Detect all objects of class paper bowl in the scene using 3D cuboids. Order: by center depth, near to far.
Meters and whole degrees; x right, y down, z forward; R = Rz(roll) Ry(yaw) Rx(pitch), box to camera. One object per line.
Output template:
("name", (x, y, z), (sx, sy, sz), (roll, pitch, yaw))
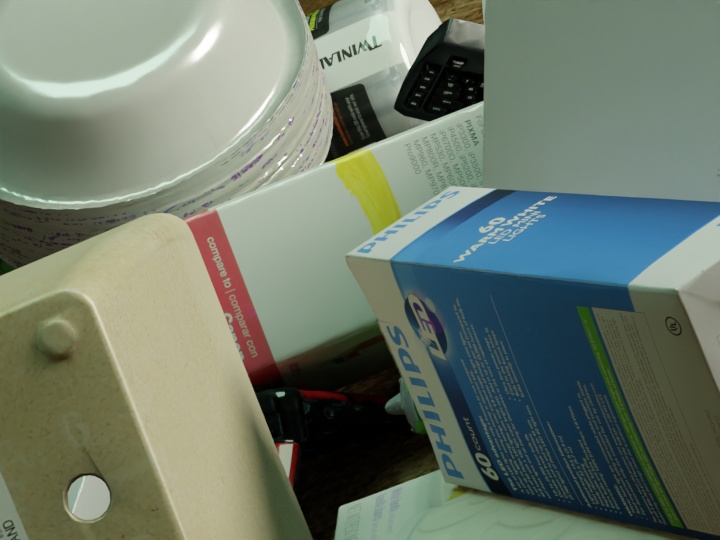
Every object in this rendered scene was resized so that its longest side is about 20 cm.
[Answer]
("paper bowl", (-0.120, -0.094, 1.349), (0.199, 0.105, 0.201), (-9, 45, 9))

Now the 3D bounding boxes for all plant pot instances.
("plant pot", (-0.125, 0.097, 0.936), (0.199, 0.201, 0.177), (-22, -4, -2))

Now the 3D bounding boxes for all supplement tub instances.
("supplement tub", (-0.040, -0.072, 1.472), (0.199, 0.123, 0.123), (-22, 17, 17))

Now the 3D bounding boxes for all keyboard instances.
("keyboard", (0.121, -0.074, 1.265), (0.199, 0.104, 0.040), (10, 56, -11))

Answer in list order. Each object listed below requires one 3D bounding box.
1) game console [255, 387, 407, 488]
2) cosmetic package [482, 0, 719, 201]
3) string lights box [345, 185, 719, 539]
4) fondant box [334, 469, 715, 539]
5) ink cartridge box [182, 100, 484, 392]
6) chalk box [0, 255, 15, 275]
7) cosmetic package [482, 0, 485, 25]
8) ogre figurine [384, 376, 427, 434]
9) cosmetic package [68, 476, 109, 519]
("game console", (-0.090, 0.131, 1.198), (0.199, 0.120, 0.172), (-15, -11, 27))
("cosmetic package", (0.181, -0.079, 1.096), (0.199, 0.124, 0.199), (4, 9, 29))
("string lights box", (0.085, 0.030, 0.918), (0.059, 0.103, 0.200), (-33, 20, -25))
("fondant box", (0.087, 0.106, 0.966), (0.199, 0.059, 0.144), (-20, 18, 10))
("ink cartridge box", (0.000, 0.000, 1.241), (0.199, 0.084, 0.145), (-22, -11, -2))
("chalk box", (-0.192, 0.023, 1.469), (0.123, 0.125, 0.200), (-16, 20, 25))
("cosmetic package", (0.125, -0.161, 1.459), (0.101, 0.201, 0.071), (-16, -23, 30))
("ogre figurine", (0.092, 0.034, 1.104), (0.119, 0.099, 0.199), (-21, 24, -35))
("cosmetic package", (-0.163, 0.124, 1.127), (0.150, 0.052, 0.201), (-13, 48, 38))
